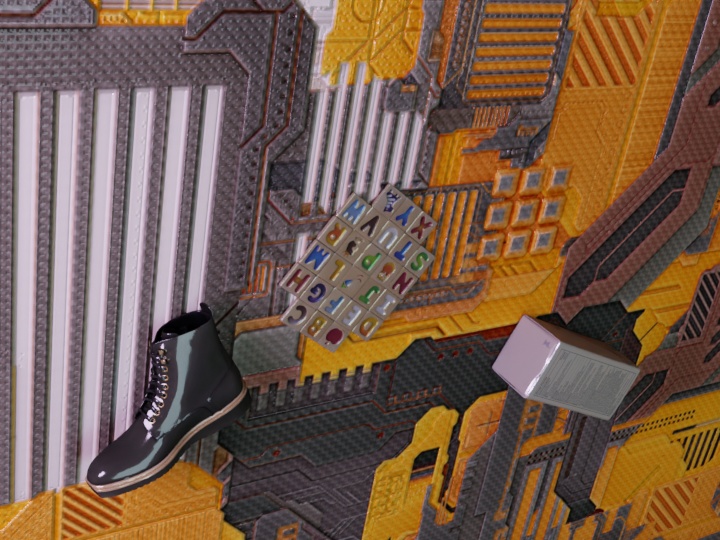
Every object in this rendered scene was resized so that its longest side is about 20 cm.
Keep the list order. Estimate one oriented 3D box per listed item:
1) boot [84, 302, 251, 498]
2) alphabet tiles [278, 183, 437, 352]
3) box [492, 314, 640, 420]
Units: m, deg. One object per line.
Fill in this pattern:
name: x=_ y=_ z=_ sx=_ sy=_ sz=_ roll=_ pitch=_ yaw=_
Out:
boot: x=-0.221 y=0.133 z=1.147 sx=0.200 sy=0.077 sz=0.138 roll=-37 pitch=130 yaw=-28
alphabet tiles: x=0.000 y=0.000 z=1.255 sx=0.200 sy=0.006 sz=0.166 roll=-51 pitch=134 yaw=3
box: x=0.287 y=0.136 z=1.499 sx=0.200 sy=0.078 sz=0.095 roll=21 pitch=105 yaw=-42
